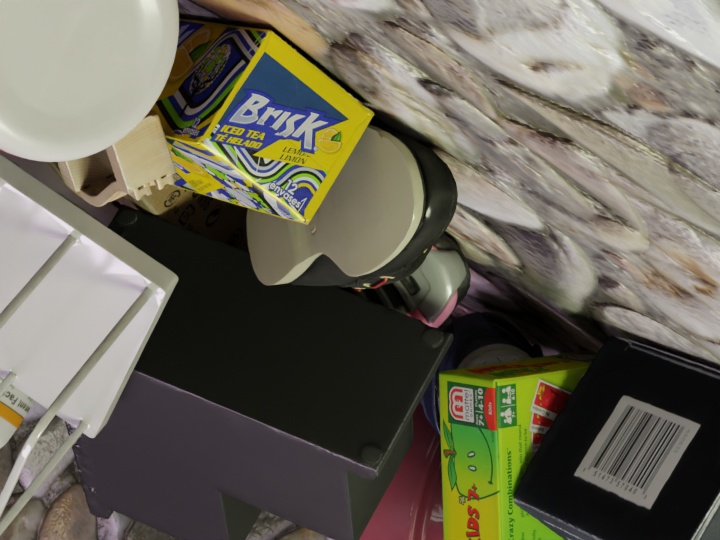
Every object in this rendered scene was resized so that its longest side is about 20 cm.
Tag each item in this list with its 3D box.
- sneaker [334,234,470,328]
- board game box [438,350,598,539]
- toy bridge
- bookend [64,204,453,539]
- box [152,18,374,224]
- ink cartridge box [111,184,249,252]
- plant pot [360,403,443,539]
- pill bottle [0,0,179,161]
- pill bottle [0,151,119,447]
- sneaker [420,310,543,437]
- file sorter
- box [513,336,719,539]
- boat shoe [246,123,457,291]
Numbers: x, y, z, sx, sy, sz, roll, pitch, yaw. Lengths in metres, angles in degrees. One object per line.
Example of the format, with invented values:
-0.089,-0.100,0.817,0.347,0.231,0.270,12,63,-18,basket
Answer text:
0.000,0.000,1.475,0.199,0.095,0.079,-9,105,51,sneaker
0.096,0.149,1.395,0.101,0.201,0.048,-6,-173,-37,board game box
-0.139,-0.069,1.286,0.200,0.027,0.068,33,145,56,toy bridge
-0.056,0.086,1.453,0.199,0.092,0.199,21,150,17,bookend
-0.074,-0.077,1.283,0.070,0.064,0.200,37,171,-25,box
-0.139,-0.078,1.505,0.164,0.075,0.200,32,173,21,ink cartridge box
0.114,0.162,1.621,0.178,0.201,0.200,9,160,33,plant pot
-0.178,-0.124,1.219,0.116,0.116,0.200,38,171,-36,pill bottle
-0.221,0.031,1.488,0.111,0.201,0.111,33,172,5,pill bottle
0.087,0.122,1.512,0.146,0.076,0.203,-126,23,-74,sneaker
-0.220,0.024,1.313,0.199,0.125,0.139,34,140,2,file sorter
0.203,0.138,1.340,0.200,0.105,0.148,37,171,-31,box
0.004,-0.030,1.285,0.063,0.074,0.201,-2,174,-20,boat shoe
